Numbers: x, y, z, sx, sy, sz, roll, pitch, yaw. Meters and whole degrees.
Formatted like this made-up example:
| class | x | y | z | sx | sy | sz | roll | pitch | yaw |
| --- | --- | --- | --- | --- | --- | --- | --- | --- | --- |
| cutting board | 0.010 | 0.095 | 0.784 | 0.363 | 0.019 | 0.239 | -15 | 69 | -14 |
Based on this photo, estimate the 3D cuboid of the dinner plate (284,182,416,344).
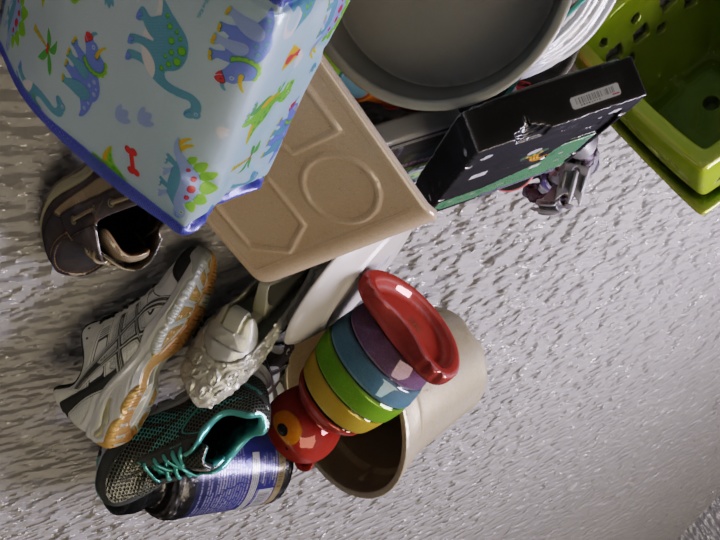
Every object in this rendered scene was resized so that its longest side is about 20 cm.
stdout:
| class | x | y | z | sx | sy | sz | roll | pitch | yaw |
| --- | --- | --- | --- | --- | --- | --- | --- | --- | --- |
| dinner plate | 0.000 | 0.000 | 0.850 | 0.201 | 0.024 | 0.200 | -49 | 173 | -8 |

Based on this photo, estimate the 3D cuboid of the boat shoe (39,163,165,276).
| class | x | y | z | sx | sy | sz | roll | pitch | yaw |
| --- | --- | --- | --- | --- | --- | --- | --- | --- | --- |
| boat shoe | -0.189 | -0.038 | 0.664 | 0.074 | 0.074 | 0.200 | 4 | 151 | -36 |

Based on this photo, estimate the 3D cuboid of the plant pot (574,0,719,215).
| class | x | y | z | sx | sy | sz | roll | pitch | yaw |
| --- | --- | --- | --- | --- | --- | --- | --- | --- | --- |
| plant pot | 0.351 | -0.190 | 0.887 | 0.199 | 0.200 | 0.181 | -39 | 152 | 5 |

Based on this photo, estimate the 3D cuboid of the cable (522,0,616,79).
| class | x | y | z | sx | sy | sz | roll | pitch | yaw |
| --- | --- | --- | --- | --- | --- | --- | --- | --- | --- |
| cable | 0.117 | -0.240 | 0.707 | 0.200 | 0.070 | 0.199 | -44 | 136 | 18 |

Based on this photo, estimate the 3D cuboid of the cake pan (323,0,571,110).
| class | x | y | z | sx | sy | sz | roll | pitch | yaw |
| --- | --- | --- | --- | --- | --- | --- | --- | --- | --- |
| cake pan | 0.053 | -0.216 | 0.618 | 0.201 | 0.200 | 0.037 | -51 | 176 | 22 |

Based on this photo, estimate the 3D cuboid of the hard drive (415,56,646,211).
| class | x | y | z | sx | sy | sz | roll | pitch | yaw |
| --- | --- | --- | --- | --- | --- | --- | --- | --- | --- |
| hard drive | 0.126 | -0.103 | 0.716 | 0.138 | 0.038 | 0.200 | -20 | 173 | -8 |

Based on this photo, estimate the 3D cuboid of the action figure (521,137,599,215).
| class | x | y | z | sx | sy | sz | roll | pitch | yaw |
| --- | --- | --- | --- | --- | --- | --- | --- | --- | --- |
| action figure | 0.207 | -0.113 | 0.897 | 0.131 | 0.069 | 0.200 | -66 | 169 | -2 |

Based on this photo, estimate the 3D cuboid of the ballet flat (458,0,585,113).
| class | x | y | z | sx | sy | sz | roll | pitch | yaw |
| --- | --- | --- | --- | --- | --- | --- | --- | --- | --- |
| ballet flat | 0.129 | -0.199 | 0.656 | 0.073 | 0.074 | 0.200 | 7 | 135 | -45 |

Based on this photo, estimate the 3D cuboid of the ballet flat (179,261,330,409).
| class | x | y | z | sx | sy | sz | roll | pitch | yaw |
| --- | --- | --- | --- | --- | --- | --- | --- | --- | --- |
| ballet flat | -0.099 | 0.037 | 0.828 | 0.200 | 0.071 | 0.072 | -49 | 153 | -27 |

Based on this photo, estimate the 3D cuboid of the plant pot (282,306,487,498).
| class | x | y | z | sx | sy | sz | roll | pitch | yaw |
| --- | --- | --- | --- | --- | --- | --- | --- | --- | --- |
| plant pot | 0.042 | 0.131 | 1.019 | 0.182 | 0.201 | 0.202 | -18 | 144 | -41 |

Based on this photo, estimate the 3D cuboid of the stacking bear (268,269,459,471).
| class | x | y | z | sx | sy | sz | roll | pitch | yaw |
| --- | --- | --- | --- | --- | --- | --- | --- | --- | --- |
| stacking bear | -0.012 | 0.109 | 0.843 | 0.200 | 0.122 | 0.113 | -43 | 168 | 19 |

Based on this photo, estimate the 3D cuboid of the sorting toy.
| class | x | y | z | sx | sy | sz | roll | pitch | yaw |
| --- | --- | --- | --- | --- | --- | --- | --- | --- | --- |
| sorting toy | -0.063 | -0.083 | 0.671 | 0.184 | 0.037 | 0.200 | -19 | 127 | 34 |

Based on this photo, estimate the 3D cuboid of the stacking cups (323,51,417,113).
| class | x | y | z | sx | sy | sz | roll | pitch | yaw |
| --- | --- | --- | --- | --- | --- | --- | --- | --- | --- |
| stacking cups | -0.010 | -0.162 | 0.706 | 0.198 | 0.061 | 0.061 | 8 | 128 | -40 |

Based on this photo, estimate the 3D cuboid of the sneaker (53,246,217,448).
| class | x | y | z | sx | sy | sz | roll | pitch | yaw |
| --- | --- | --- | --- | --- | --- | --- | --- | --- | --- |
| sneaker | -0.207 | 0.056 | 0.800 | 0.201 | 0.087 | 0.076 | -59 | 167 | -4 |

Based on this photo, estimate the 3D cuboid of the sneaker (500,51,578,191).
| class | x | y | z | sx | sy | sz | roll | pitch | yaw |
| --- | --- | --- | --- | --- | --- | --- | --- | --- | --- |
| sneaker | 0.158 | -0.182 | 0.851 | 0.087 | 0.073 | 0.202 | -61 | 168 | -64 |

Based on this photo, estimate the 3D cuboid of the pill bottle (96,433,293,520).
| class | x | y | z | sx | sy | sz | roll | pitch | yaw |
| --- | --- | --- | --- | --- | --- | --- | --- | --- | --- |
| pill bottle | -0.180 | 0.212 | 0.972 | 0.198 | 0.112 | 0.112 | 4 | 130 | -43 |

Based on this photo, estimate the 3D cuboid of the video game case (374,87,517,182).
| class | x | y | z | sx | sy | sz | roll | pitch | yaw |
| --- | --- | --- | --- | --- | --- | --- | --- | --- | --- |
| video game case | 0.026 | -0.093 | 0.799 | 0.198 | 0.024 | 0.182 | -21 | 170 | -21 |

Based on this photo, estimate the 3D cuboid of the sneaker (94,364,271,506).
| class | x | y | z | sx | sy | sz | roll | pitch | yaw |
| --- | --- | --- | --- | --- | --- | --- | --- | --- | --- |
| sneaker | -0.166 | 0.163 | 0.830 | 0.199 | 0.091 | 0.078 | -37 | 121 | 1 |

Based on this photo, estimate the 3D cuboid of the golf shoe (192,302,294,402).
| class | x | y | z | sx | sy | sz | roll | pitch | yaw |
| --- | --- | --- | --- | --- | --- | --- | --- | --- | --- |
| golf shoe | -0.100 | 0.097 | 0.936 | 0.094 | 0.078 | 0.201 | -33 | 147 | -4 |

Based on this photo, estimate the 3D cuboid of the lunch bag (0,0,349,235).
| class | x | y | z | sx | sy | sz | roll | pitch | yaw |
| --- | --- | --- | --- | --- | --- | --- | --- | --- | --- |
| lunch bag | -0.125 | -0.154 | 0.528 | 0.171 | 0.199 | 0.127 | -59 | 172 | 32 |
